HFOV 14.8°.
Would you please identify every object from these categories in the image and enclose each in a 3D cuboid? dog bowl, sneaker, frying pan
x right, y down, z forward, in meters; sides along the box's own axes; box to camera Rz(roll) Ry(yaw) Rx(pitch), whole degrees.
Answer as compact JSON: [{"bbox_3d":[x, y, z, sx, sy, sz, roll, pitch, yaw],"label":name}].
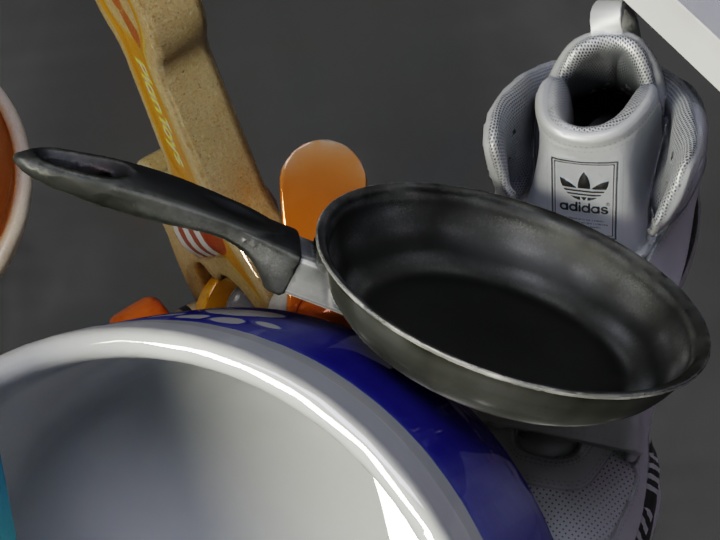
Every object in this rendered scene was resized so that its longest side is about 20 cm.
[{"bbox_3d":[-0.044,0.111,0.766,0.200,0.079,0.201,2,96,22],"label":"dog bowl"},{"bbox_3d":[0.062,0.015,0.855,0.075,0.115,0.200,9,60,12],"label":"sneaker"},{"bbox_3d":[0.009,0.009,0.751,0.190,0.031,0.115,1,30,-31],"label":"frying pan"}]

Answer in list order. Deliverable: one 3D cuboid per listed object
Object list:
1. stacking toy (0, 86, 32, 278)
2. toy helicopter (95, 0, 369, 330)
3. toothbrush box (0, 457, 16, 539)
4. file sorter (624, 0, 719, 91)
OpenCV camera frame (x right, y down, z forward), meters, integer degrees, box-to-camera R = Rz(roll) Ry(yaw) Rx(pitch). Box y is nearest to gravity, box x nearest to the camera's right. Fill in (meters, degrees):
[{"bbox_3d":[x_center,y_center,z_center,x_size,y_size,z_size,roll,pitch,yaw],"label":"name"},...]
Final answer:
[{"bbox_3d":[-0.191,-0.068,0.881,0.146,0.200,0.146,-3,58,4],"label":"stacking toy"},{"bbox_3d":[-0.038,-0.017,0.832,0.079,0.200,0.132,-29,36,-13],"label":"toy helicopter"},{"bbox_3d":[-0.156,0.139,0.701,0.146,0.085,0.201,-14,81,14],"label":"toothbrush box"},{"bbox_3d":[0.206,-0.104,0.857,0.200,0.125,0.139,-12,49,-44],"label":"file sorter"}]
